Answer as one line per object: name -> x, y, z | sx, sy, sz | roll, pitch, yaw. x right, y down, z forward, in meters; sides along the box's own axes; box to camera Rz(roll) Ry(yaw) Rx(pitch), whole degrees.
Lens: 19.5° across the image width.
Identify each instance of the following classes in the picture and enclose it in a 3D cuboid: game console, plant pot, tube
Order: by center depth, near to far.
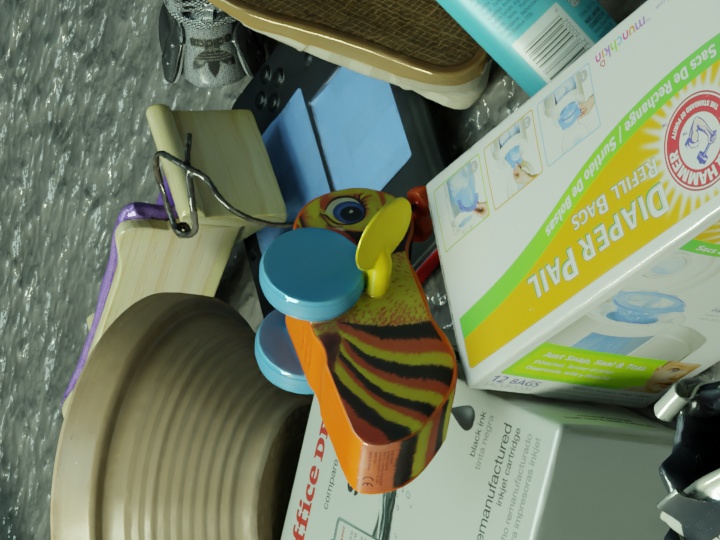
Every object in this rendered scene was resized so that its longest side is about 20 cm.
tube -> 0.050, -0.152, 0.974 | 0.077, 0.200, 0.050 | -44, 7, -19
plant pot -> -0.072, 0.115, 1.106 | 0.092, 0.200, 0.203 | 5, 87, 26
game console -> -0.015, -0.055, 1.168 | 0.177, 0.031, 0.201 | -52, 44, 43

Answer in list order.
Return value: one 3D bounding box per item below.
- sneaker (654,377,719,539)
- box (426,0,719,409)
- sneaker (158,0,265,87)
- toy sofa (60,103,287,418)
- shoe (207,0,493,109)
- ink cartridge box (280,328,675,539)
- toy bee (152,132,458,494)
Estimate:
sneaker -> 0.171, 0.114, 0.779 | 0.080, 0.129, 0.200 | -48, 46, 40
box -> 0.134, -0.032, 0.883 | 0.200, 0.112, 0.102 | -39, 53, 44
sneaker -> -0.089, -0.160, 1.229 | 0.200, 0.075, 0.115 | -81, -11, -73
toy sofa -> -0.120, 0.000, 1.224 | 0.201, 0.097, 0.083 | 113, 147, -46
shoe -> -0.020, -0.140, 1.098 | 0.199, 0.053, 0.070 | 28, 76, 15
ink cartridge box -> 0.050, 0.117, 0.997 | 0.200, 0.082, 0.148 | 22, 101, 57
toy bee -> 0.000, 0.000, 0.946 | 0.201, 0.108, 0.131 | 64, 158, 15
